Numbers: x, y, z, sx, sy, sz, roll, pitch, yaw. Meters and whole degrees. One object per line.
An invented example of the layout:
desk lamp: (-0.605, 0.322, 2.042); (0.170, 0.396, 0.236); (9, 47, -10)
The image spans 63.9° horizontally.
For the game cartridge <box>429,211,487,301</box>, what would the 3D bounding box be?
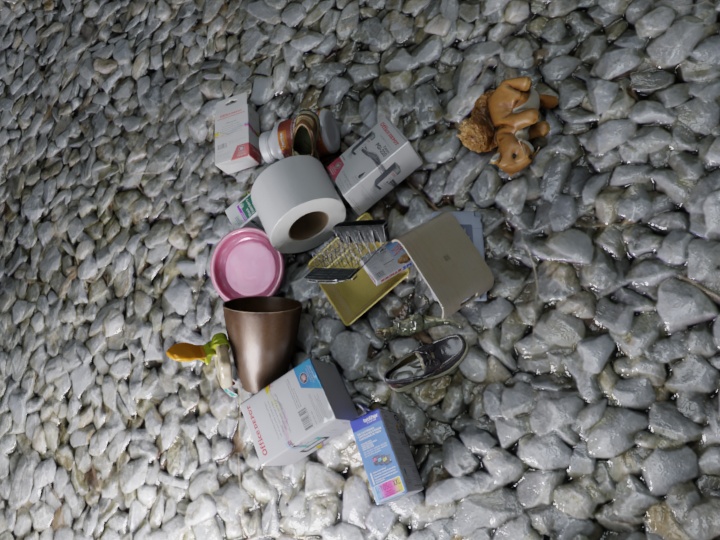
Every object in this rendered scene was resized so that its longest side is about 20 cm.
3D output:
game cartridge: (0.207, -0.032, 1.271); (0.130, 0.042, 0.204); (-1, 73, 4)

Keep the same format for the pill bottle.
pill bottle: (-0.161, -0.342, 1.509); (0.197, 0.112, 0.114); (-10, 71, 21)

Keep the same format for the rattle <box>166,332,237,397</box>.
rattle: (-0.361, 0.241, 1.348); (0.141, 0.201, 0.131); (-26, 68, -29)

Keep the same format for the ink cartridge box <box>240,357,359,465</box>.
ink cartridge box: (-0.133, 0.317, 1.280); (0.198, 0.146, 0.148); (-34, 65, 11)

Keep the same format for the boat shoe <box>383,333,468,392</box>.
boat shoe: (0.139, 0.198, 1.241); (0.198, 0.065, 0.073); (-29, 63, 13)

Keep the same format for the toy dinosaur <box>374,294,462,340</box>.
toy dinosaur: (0.125, 0.101, 1.288); (0.197, 0.047, 0.090); (-12, 84, 20)

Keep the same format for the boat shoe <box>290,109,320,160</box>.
boat shoe: (-0.143, -0.291, 1.424); (0.074, 0.202, 0.074); (9, 40, 7)

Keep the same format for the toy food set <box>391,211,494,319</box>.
toy food set: (0.175, -0.016, 1.226); (0.142, 0.061, 0.202); (-28, 76, -21)

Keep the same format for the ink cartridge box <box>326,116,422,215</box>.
ink cartridge box: (0.033, -0.254, 1.392); (0.199, 0.085, 0.146); (-38, 43, 8)

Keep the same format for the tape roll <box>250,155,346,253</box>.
tape roll: (-0.151, -0.158, 1.400); (0.201, 0.202, 0.141); (-33, 65, 11)

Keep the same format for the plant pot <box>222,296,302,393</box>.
plant pot: (-0.230, 0.177, 1.358); (0.184, 0.186, 0.204); (6, 100, 25)

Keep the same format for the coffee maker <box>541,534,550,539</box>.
coffee maker: (0.393, 0.579, 0.976); (0.197, 0.135, 0.196); (5, 76, 24)

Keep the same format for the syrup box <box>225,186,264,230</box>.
syrup box: (-0.250, -0.176, 1.517); (0.199, 0.081, 0.079); (-38, 62, 8)

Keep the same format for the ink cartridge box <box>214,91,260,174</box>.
ink cartridge box: (-0.348, -0.389, 1.632); (0.115, 0.067, 0.204); (-11, 72, 20)

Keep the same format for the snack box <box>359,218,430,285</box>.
snack box: (0.099, -0.043, 1.306); (0.198, 0.024, 0.072); (-29, 63, -16)

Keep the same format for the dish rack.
dish rack: (-0.035, -0.041, 1.274); (0.152, 0.055, 0.200); (-1, 32, 39)

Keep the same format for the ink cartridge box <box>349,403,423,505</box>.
ink cartridge box: (0.050, 0.366, 1.190); (0.075, 0.136, 0.203); (-24, 66, 11)

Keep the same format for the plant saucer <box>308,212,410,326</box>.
plant saucer: (0.000, 0.000, 1.372); (0.199, 0.048, 0.201); (-40, 62, 8)

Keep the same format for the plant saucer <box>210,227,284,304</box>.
plant saucer: (-0.284, -0.007, 1.475); (0.197, 0.051, 0.205); (0, 87, 10)

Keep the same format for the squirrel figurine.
squirrel figurine: (0.323, -0.310, 1.293); (0.198, 0.140, 0.190); (7, 87, 40)
